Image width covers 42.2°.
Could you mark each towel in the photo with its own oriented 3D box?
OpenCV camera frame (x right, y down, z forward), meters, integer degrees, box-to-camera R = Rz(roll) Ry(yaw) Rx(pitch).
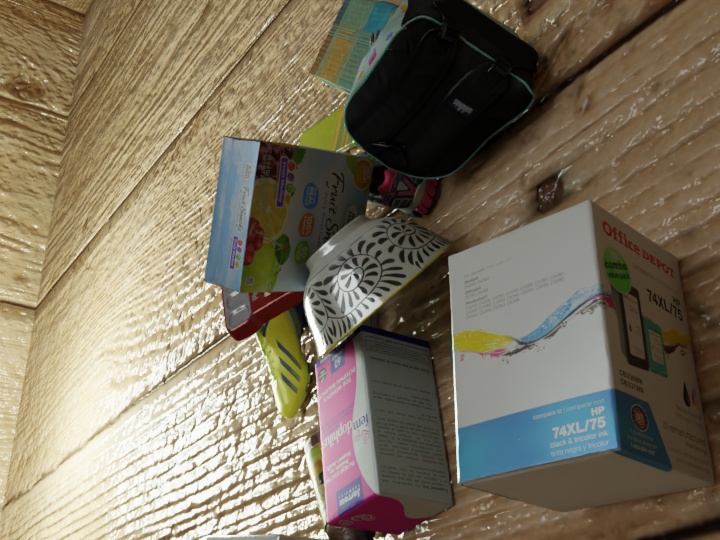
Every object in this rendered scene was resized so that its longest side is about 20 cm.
[{"bbox_3d":[-0.045,-0.205,1.431,0.200,0.018,0.086,-19,54,56],"label":"towel"},{"bbox_3d":[-0.010,-0.346,1.426,0.147,0.022,0.200,-62,29,7],"label":"towel"}]

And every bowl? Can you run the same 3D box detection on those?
[{"bbox_3d":[0.000,0.000,1.057,0.201,0.094,0.201,-41,-3,-2],"label":"bowl"}]

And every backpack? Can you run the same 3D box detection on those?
[{"bbox_3d":[0.082,-0.209,1.060,0.200,0.176,0.153,-50,20,37],"label":"backpack"}]

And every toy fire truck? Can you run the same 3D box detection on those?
[{"bbox_3d":[-0.128,-0.011,1.312,0.168,0.112,0.200,-29,43,12],"label":"toy fire truck"}]

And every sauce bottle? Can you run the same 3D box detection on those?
[{"bbox_3d":[-0.017,0.275,1.090,0.065,0.065,0.200,-57,33,26],"label":"sauce bottle"}]

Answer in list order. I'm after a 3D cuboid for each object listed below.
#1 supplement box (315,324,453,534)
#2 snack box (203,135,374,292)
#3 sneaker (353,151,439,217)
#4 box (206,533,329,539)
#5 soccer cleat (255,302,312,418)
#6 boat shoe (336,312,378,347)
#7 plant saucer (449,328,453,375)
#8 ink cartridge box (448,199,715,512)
[{"bbox_3d":[0.023,0.177,1.036,0.101,0.103,0.200,-43,43,40],"label":"supplement box"},{"bbox_3d":[-0.079,-0.062,1.094,0.068,0.200,0.169,14,100,37],"label":"snack box"},{"bbox_3d":[0.024,-0.126,1.212,0.200,0.075,0.081,24,96,61],"label":"sneaker"},{"bbox_3d":[-0.110,0.405,1.141,0.200,0.106,0.152,-23,57,54],"label":"box"},{"bbox_3d":[-0.116,0.114,1.319,0.065,0.084,0.200,-42,42,44],"label":"soccer cleat"},{"bbox_3d":[-0.017,0.064,1.190,0.071,0.070,0.200,-28,52,51],"label":"boat shoe"},{"bbox_3d":[0.143,0.059,0.952,0.201,0.039,0.201,-34,47,47],"label":"plant saucer"},{"bbox_3d":[0.173,0.076,0.760,0.146,0.147,0.200,-24,56,39],"label":"ink cartridge box"}]
